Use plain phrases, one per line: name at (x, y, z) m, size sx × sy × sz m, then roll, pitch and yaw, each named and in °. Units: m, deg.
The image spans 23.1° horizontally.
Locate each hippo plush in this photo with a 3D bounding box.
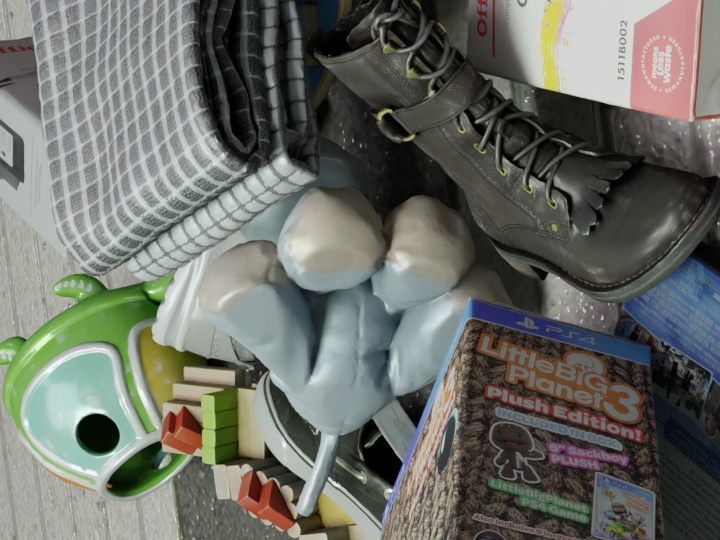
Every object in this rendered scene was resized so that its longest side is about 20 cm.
hippo plush at (0.000, 0.000, 1.013) m, size 0.161 × 0.159 × 0.200 m, roll -98°, pitch -12°, yaw -52°

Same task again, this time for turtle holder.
turtle holder at (-0.161, 0.082, 1.272) m, size 0.132 × 0.185 × 0.141 m, roll 58°, pitch 172°, yaw 31°

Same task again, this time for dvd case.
dvd case at (0.167, 0.094, 0.876) m, size 0.143 × 0.018 × 0.200 m, roll 42°, pitch 129°, yaw 43°

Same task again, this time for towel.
towel at (-0.105, -0.112, 0.944) m, size 0.166 × 0.086 × 0.200 m, roll -33°, pitch 60°, yaw 47°

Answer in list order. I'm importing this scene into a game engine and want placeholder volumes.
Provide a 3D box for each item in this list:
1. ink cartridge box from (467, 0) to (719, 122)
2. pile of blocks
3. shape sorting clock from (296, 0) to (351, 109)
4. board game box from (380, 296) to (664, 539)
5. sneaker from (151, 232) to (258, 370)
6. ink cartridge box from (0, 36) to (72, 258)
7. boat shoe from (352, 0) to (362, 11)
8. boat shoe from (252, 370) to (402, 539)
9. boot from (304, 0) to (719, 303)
ink cartridge box at (0.114, -0.146, 0.855) m, size 0.200 × 0.067 × 0.117 m, roll 21°, pitch 115°, yaw 52°
pile of blocks at (-0.061, 0.123, 1.137) m, size 0.200 × 0.062 × 0.082 m, roll 31°, pitch 112°, yaw 29°
shape sorting clock at (-0.064, -0.177, 1.005) m, size 0.200 × 0.039 × 0.200 m, roll 13°, pitch 105°, yaw 55°
board game box at (0.070, 0.141, 0.839) m, size 0.200 × 0.097 × 0.160 m, roll -81°, pitch 8°, yaw -56°
sneaker at (-0.065, -0.025, 1.162) m, size 0.075 × 0.082 × 0.200 m, roll -67°, pitch 2°, yaw -64°
ink cartridge box at (-0.185, -0.095, 1.237) m, size 0.200 × 0.145 × 0.083 m, roll 36°, pitch 128°, yaw 46°
boat shoe at (-0.006, -0.202, 1.016) m, size 0.060 × 0.072 × 0.200 m, roll 62°, pitch 140°, yaw 22°
boat shoe at (0.009, 0.111, 1.073) m, size 0.200 × 0.071 × 0.064 m, roll 42°, pitch 131°, yaw 33°
boot at (0.065, -0.066, 0.852) m, size 0.174 × 0.069 × 0.200 m, roll 44°, pitch 161°, yaw -22°
